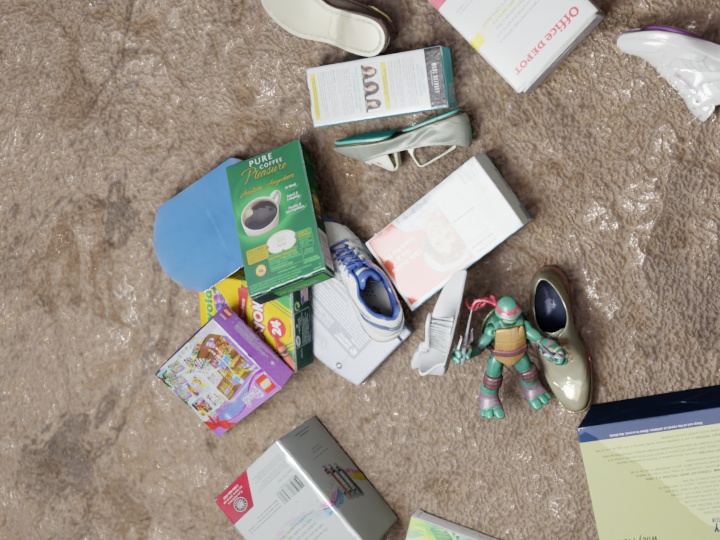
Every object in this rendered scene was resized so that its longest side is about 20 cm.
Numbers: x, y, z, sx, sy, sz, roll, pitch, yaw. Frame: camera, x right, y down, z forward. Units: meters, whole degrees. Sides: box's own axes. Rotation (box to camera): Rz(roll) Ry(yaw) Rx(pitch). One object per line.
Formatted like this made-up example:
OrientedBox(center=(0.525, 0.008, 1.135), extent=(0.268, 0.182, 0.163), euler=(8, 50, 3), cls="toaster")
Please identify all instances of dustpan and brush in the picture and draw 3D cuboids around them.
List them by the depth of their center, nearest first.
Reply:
OrientedBox(center=(0.098, 0.096, 1.634), extent=(0.056, 0.201, 0.141), euler=(12, 64, 7), cls="dustpan and brush")

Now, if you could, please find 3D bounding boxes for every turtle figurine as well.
OrientedBox(center=(0.195, 0.103, 1.577), extent=(0.148, 0.101, 0.202), euler=(-2, 133, 9), cls="turtle figurine")

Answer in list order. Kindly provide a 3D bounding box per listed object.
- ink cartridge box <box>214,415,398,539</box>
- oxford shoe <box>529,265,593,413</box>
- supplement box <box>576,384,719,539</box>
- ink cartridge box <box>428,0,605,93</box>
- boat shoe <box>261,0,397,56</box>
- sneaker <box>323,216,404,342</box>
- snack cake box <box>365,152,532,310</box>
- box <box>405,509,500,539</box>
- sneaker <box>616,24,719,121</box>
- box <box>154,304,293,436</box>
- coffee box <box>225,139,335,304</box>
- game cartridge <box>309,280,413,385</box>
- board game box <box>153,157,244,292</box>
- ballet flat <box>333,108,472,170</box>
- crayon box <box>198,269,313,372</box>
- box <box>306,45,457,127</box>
OrientedBox(center=(-0.074, 0.342, 1.733), extent=(0.145, 0.144, 0.200), euler=(-43, 82, 19), cls="ink cartridge box")
OrientedBox(center=(0.260, 0.098, 1.616), extent=(0.070, 0.074, 0.202), euler=(-17, 93, 18), cls="oxford shoe")
OrientedBox(center=(0.400, 0.270, 1.557), extent=(0.198, 0.134, 0.203), euler=(-12, 93, 21), cls="supplement box")
OrientedBox(center=(0.196, -0.348, 1.573), extent=(0.200, 0.083, 0.145), euler=(48, 110, 8), cls="ink cartridge box")
OrientedBox(center=(-0.044, -0.353, 1.673), extent=(0.198, 0.059, 0.073), euler=(24, 120, 17), cls="boat shoe")
OrientedBox(center=(0.000, 0.000, 1.663), extent=(0.075, 0.088, 0.201), euler=(-34, 78, -16), cls="sneaker")
OrientedBox(center=(0.120, -0.053, 1.651), extent=(0.199, 0.067, 0.116), euler=(-38, 86, 21), cls="snack cake box")
OrientedBox(center=(0.120, 0.461, 1.738), extent=(0.143, 0.036, 0.203), euler=(16, 102, 17), cls="box")
OrientedBox(center=(0.410, -0.245, 1.515), extent=(0.198, 0.075, 0.101), euler=(21, 103, 16), cls="sneaker")
OrientedBox(center=(-0.199, 0.148, 1.750), extent=(0.137, 0.039, 0.200), euler=(46, 137, -5), cls="box")
OrientedBox(center=(-0.111, -0.068, 1.674), extent=(0.122, 0.044, 0.202), euler=(-20, 68, 16), cls="coffee box")
OrientedBox(center=(-0.035, 0.059, 1.740), extent=(0.133, 0.040, 0.200), euler=(-45, 81, 16), cls="game cartridge")
OrientedBox(center=(-0.201, -0.059, 1.753), extent=(0.199, 0.039, 0.159), euler=(-33, 66, 8), cls="board game box")
OrientedBox(center=(0.058, -0.168, 1.660), extent=(0.198, 0.067, 0.064), euler=(-12, 102, 21), cls="ballet flat")
OrientedBox(center=(-0.165, 0.068, 1.755), extent=(0.198, 0.051, 0.129), euler=(7, 108, 31), cls="crayon box")
OrientedBox(center=(0.028, -0.251, 1.666), extent=(0.197, 0.049, 0.083), euler=(-5, 96, 20), cls="box")
